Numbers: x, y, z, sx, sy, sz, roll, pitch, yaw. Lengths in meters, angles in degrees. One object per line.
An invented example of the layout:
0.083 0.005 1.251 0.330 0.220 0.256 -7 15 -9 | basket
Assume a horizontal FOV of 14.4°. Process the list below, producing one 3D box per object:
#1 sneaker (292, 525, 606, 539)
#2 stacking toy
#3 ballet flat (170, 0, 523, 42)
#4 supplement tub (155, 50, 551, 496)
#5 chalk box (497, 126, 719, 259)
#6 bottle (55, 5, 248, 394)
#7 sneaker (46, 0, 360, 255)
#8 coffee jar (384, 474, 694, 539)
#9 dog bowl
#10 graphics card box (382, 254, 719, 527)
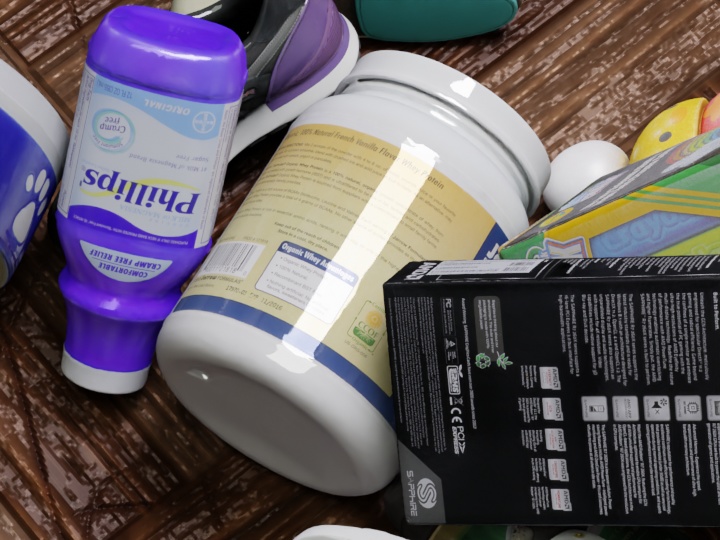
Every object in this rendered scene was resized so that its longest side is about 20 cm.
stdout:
0.060 0.160 1.347 0.199 0.074 0.116 24 23 0 | sneaker
0.195 -0.048 1.527 0.199 0.146 0.147 -5 65 14 | stacking toy
-0.010 -0.161 1.589 0.199 0.070 0.070 -8 67 -5 | ballet flat
0.000 0.000 1.474 0.144 0.144 0.200 28 69 10 | supplement tub
0.163 0.007 1.439 0.124 0.200 0.124 -33 96 -52 | chalk box
-0.115 -0.034 1.469 0.083 0.201 0.065 14 24 -1 | bottle
-0.101 -0.092 1.519 0.200 0.088 0.076 -41 52 2 | sneaker
0.111 0.150 1.443 0.200 0.085 0.104 41 79 15 | coffee jar
-0.255 -0.068 1.468 0.199 0.200 0.079 20 69 7 | dog bowl
0.114 0.058 1.353 0.199 0.051 0.126 -2 104 18 | graphics card box
